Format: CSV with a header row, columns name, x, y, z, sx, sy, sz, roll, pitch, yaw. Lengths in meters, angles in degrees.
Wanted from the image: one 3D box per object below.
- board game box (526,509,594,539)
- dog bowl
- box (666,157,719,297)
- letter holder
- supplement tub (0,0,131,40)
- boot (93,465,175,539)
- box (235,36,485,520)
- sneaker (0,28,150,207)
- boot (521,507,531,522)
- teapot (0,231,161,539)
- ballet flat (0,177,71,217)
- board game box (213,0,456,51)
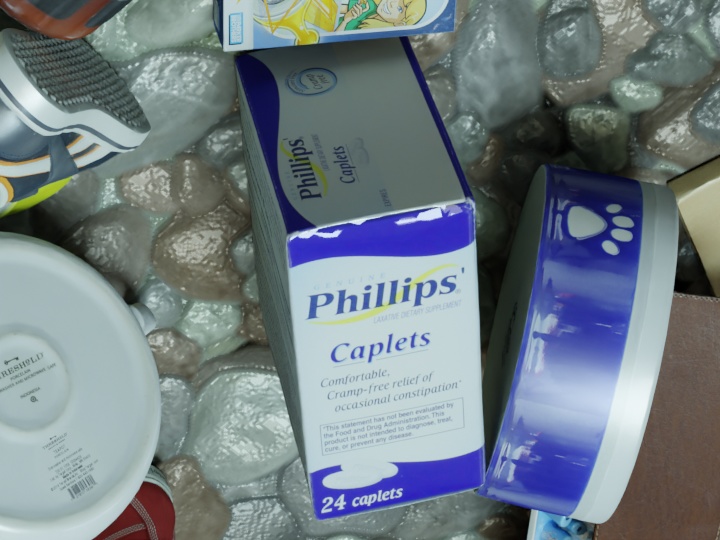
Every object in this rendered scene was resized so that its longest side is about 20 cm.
name,x,y,z,sx,sy,sz,roll,pitch,yaw
board game box,0.185,0.210,1.568,0.199,0.026,0.201,-13,122,-34
dog bowl,0.123,0.042,1.394,0.078,0.201,0.201,11,122,-2
box,0.308,-0.036,1.509,0.199,0.021,0.164,-26,127,4
letter holder,0.231,0.124,1.437,0.100,0.141,0.202,17,83,-53
supplement tub,-0.106,-0.209,1.190,0.200,0.107,0.107,-35,128,28
boot,-0.182,0.230,1.483,0.072,0.145,0.200,31,113,-33
box,0.000,0.000,1.345,0.104,0.184,0.201,-10,127,-7
sneaker,-0.175,-0.081,1.252,0.079,0.200,0.079,-39,82,10
boot,0.171,0.174,1.591,0.107,0.075,0.201,-26,126,-3
teapot,-0.214,0.080,1.334,0.199,0.199,0.146,20,152,-25
ballet flat,-0.250,-0.044,1.315,0.198,0.067,0.067,-5,119,-13
board game box,-0.011,-0.217,1.281,0.134,0.035,0.201,-7,126,-11
